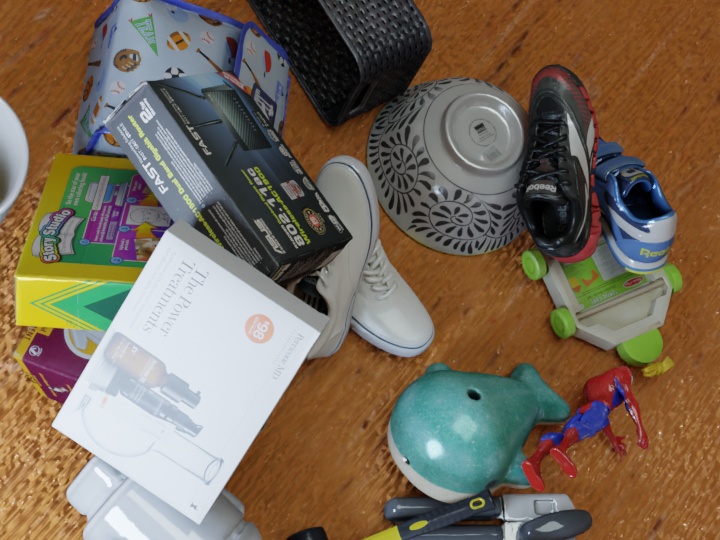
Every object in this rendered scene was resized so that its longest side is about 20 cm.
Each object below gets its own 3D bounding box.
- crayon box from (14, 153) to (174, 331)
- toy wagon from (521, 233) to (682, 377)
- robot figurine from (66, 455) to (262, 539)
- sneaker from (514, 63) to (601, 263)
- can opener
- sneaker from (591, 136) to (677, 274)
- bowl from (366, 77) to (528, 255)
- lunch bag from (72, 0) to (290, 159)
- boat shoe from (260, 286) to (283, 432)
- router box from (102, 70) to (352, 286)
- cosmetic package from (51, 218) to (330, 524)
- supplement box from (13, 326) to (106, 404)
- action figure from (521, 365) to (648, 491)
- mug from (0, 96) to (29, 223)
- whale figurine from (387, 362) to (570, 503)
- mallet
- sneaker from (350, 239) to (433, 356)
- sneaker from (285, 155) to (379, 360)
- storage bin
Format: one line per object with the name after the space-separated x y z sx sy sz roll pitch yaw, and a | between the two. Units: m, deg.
-0.205 -0.025 1.355 0.171 0.059 0.201 3 35 -1 | crayon box
0.263 0.023 1.594 0.154 0.040 0.201 -20 78 -22 | toy wagon
-0.164 0.236 1.343 0.200 0.113 0.170 43 38 2 | robot figurine
0.195 -0.106 1.515 0.098 0.070 0.203 -10 97 -61 | sneaker
0.124 0.238 1.457 0.198 0.067 0.054 2 69 -17 | can opener
0.264 -0.094 1.579 0.073 0.083 0.201 -25 63 -23 | sneaker
0.113 -0.125 1.571 0.199 0.094 0.203 5 69 -14 | bowl
-0.164 -0.164 1.488 0.198 0.124 0.172 18 66 -25 | lunch bag
-0.101 0.057 1.448 0.074 0.075 0.204 4 70 -16 | boat shoe
-0.112 -0.078 1.327 0.201 0.062 0.150 53 27 6 | router box
-0.140 0.084 1.245 0.150 0.052 0.201 32 106 -1 | cosmetic package
-0.193 0.080 1.365 0.198 0.086 0.111 18 65 18 | supplement box
0.237 0.166 1.483 0.099 0.065 0.200 55 41 -8 | action figure
-0.389 -0.092 1.370 0.149 0.153 0.187 -33 82 -24 | mug
0.121 0.138 1.467 0.199 0.104 0.159 -21 57 -33 | whale figurine
0.025 0.237 1.409 0.199 0.041 0.066 -27 74 -2 | mallet
0.000 0.000 1.494 0.200 0.071 0.073 47 65 3 | sneaker
-0.030 -0.006 1.424 0.072 0.071 0.202 14 108 19 | sneaker
-0.028 -0.268 1.553 0.093 0.135 0.201 -27 79 -23 | storage bin
